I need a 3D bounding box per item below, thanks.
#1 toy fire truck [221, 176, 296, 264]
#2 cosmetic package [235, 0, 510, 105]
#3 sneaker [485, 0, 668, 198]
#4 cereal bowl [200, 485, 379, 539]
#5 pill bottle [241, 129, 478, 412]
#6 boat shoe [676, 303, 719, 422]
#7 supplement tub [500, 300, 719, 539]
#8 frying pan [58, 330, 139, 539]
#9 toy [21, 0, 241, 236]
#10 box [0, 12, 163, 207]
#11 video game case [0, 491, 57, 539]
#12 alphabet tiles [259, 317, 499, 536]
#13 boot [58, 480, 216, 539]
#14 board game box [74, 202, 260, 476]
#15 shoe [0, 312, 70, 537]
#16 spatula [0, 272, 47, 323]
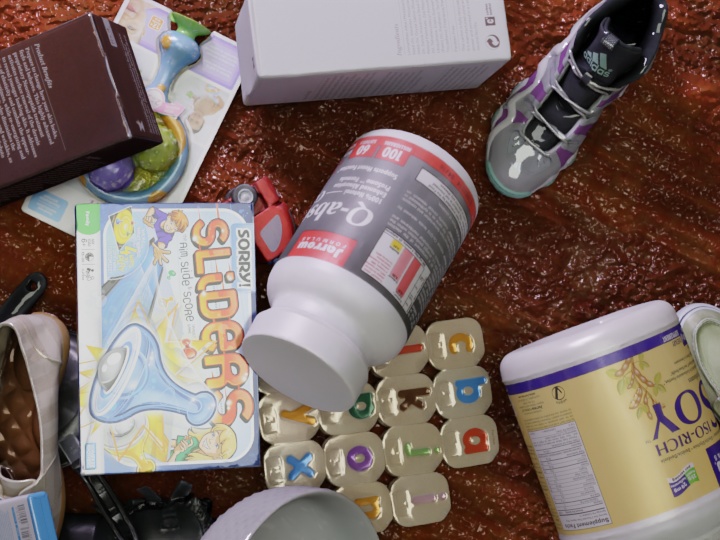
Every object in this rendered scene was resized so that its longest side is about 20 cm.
[{"bbox_3d":[-0.122,0.032,1.101,0.200,0.049,0.141,-33,97,-12],"label":"toy fire truck"},{"bbox_3d":[0.007,-0.181,1.097,0.199,0.101,0.072,-6,86,-12],"label":"cosmetic package"},{"bbox_3d":[0.173,-0.150,1.096,0.078,0.140,0.200,34,83,-1],"label":"sneaker"},{"bbox_3d":[-0.070,0.256,1.029,0.083,0.200,0.201,3,83,38],"label":"cereal bowl"},{"bbox_3d":[0.000,0.000,1.054,0.116,0.116,0.200,32,62,-1],"label":"pill bottle"},{"bbox_3d":[0.326,0.110,1.127,0.072,0.062,0.200,-37,88,-6],"label":"boat shoe"},{"bbox_3d":[0.205,0.138,1.074,0.145,0.145,0.201,-20,87,-6],"label":"supplement tub"},{"bbox_3d":[-0.238,0.132,1.069,0.114,0.031,0.191,-14,65,5],"label":"frying pan"},{"bbox_3d":[-0.179,-0.115,1.113,0.115,0.047,0.201,26,83,-2],"label":"toy"},{"bbox_3d":[-0.264,-0.112,1.067,0.199,0.075,0.101,-19,87,14],"label":"box"},{"bbox_3d":[-0.281,0.247,1.022,0.200,0.018,0.144,-18,84,38],"label":"video game case"},{"bbox_3d":[0.012,0.107,1.116,0.195,0.015,0.201,-7,86,-15],"label":"alphabet tiles"},{"bbox_3d":[-0.185,0.265,1.069,0.162,0.073,0.199,-3,80,-2],"label":"boot"},{"bbox_3d":[-0.146,0.050,1.048,0.135,0.034,0.201,-2,87,-14],"label":"board game box"},{"bbox_3d":[-0.256,0.130,1.029,0.070,0.053,0.201,3,88,13],"label":"shoe"},{"bbox_3d":[-0.317,0.079,1.099,0.056,0.021,0.200,38,81,12],"label":"spatula"}]
